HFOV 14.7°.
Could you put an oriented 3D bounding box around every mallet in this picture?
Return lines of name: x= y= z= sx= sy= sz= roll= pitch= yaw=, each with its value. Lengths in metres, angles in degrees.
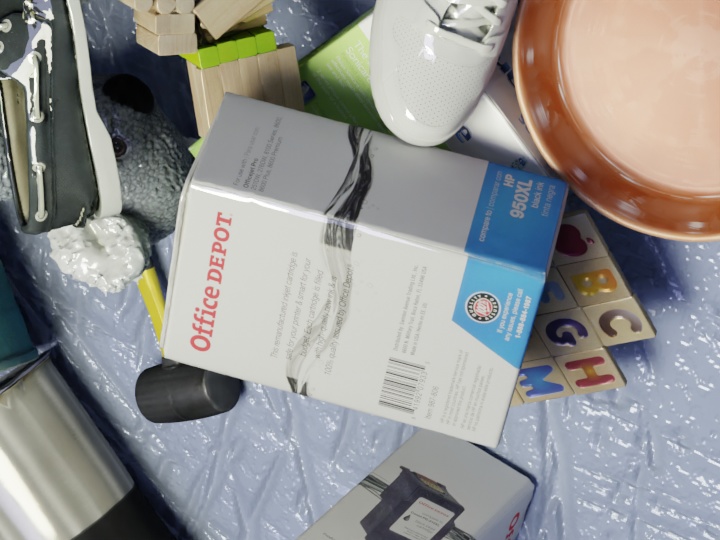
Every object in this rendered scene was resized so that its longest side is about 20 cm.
mallet: x=-0.130 y=0.005 z=1.800 sx=0.066 sy=0.041 sz=0.200 roll=-2 pitch=110 yaw=33

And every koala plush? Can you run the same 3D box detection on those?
koala plush: x=-0.183 y=-0.082 z=1.700 sx=0.200 sy=0.177 sz=0.184 roll=34 pitch=125 yaw=0

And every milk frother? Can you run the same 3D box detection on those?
milk frother: x=-0.245 y=0.192 z=1.868 sx=0.180 sy=0.200 sz=0.188 roll=-30 pitch=97 yaw=43

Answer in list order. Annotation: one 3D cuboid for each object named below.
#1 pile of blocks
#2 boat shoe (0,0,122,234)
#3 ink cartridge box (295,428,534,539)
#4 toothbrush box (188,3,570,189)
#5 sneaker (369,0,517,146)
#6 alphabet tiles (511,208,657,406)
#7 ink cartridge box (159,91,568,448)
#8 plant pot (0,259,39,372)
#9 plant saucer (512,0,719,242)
pile of blocks: x=-0.102 y=-0.159 z=1.564 sx=0.200 sy=0.082 sz=0.062 roll=55 pitch=171 yaw=-23
boat shoe: x=-0.184 y=-0.115 z=1.556 sx=0.076 sy=0.060 sz=0.200 roll=-153 pitch=46 yaw=-67
ink cartridge box: x=0.010 y=0.205 z=1.715 sx=0.084 sy=0.200 sz=0.145 roll=31 pitch=128 yaw=18
toothbrush box: x=0.023 y=-0.074 z=1.625 sx=0.200 sy=0.086 sz=0.146 roll=-33 pitch=97 yaw=41
sneaker: x=0.064 y=-0.163 z=1.474 sx=0.074 sy=0.116 sz=0.200 roll=17 pitch=88 yaw=-13
alphabet tiles: x=0.061 y=0.020 z=1.612 sx=0.200 sy=0.006 sz=0.166 roll=-12 pitch=128 yaw=28
ink cartridge box: x=0.000 y=0.000 z=1.546 sx=0.200 sy=0.084 sz=0.145 roll=15 pitch=136 yaw=2
plant pot: x=-0.330 y=-0.007 z=1.827 sx=0.200 sy=0.200 sz=0.188 roll=-13 pitch=92 yaw=36
plant saucer: x=0.182 y=-0.116 z=1.508 sx=0.200 sy=0.032 sz=0.200 roll=4 pitch=104 yaw=16
